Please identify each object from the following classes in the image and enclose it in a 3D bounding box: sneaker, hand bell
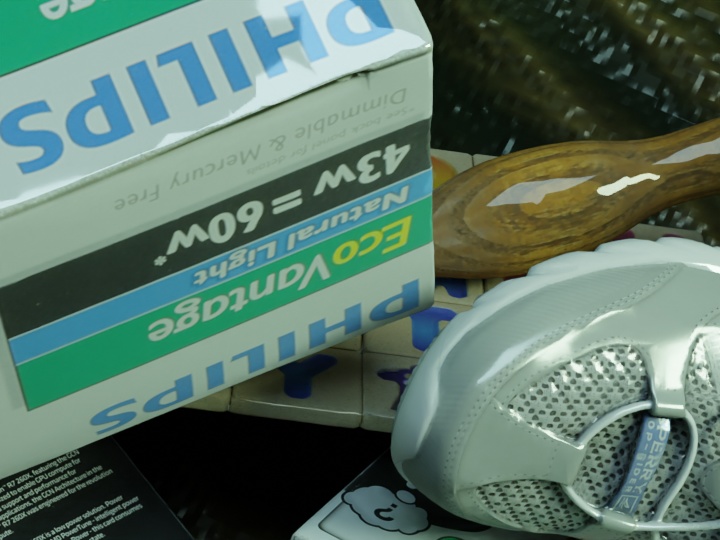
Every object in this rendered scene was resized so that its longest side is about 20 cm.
[{"bbox_3d":[0.106,0.045,0.726,0.199,0.075,0.082,4,30,-21],"label":"sneaker"},{"bbox_3d":[0.102,-0.031,0.819,0.199,0.104,0.104,-16,56,-6],"label":"hand bell"}]

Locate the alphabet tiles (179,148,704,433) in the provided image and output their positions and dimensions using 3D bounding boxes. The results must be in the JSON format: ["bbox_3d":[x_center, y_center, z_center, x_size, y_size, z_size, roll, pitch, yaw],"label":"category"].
[{"bbox_3d":[0.000,0.000,0.816,0.199,0.008,0.167,7,26,-3],"label":"alphabet tiles"}]

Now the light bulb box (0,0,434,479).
[{"bbox_3d":[-0.107,-0.064,0.710,0.198,0.125,0.200,-22,64,-10],"label":"light bulb box"}]

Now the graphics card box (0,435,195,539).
[{"bbox_3d":[-0.099,0.096,0.744,0.125,0.051,0.200,-28,61,-28],"label":"graphics card box"}]

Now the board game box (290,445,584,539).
[{"bbox_3d":[0.093,0.094,0.751,0.199,0.035,0.126,26,33,18],"label":"board game box"}]
